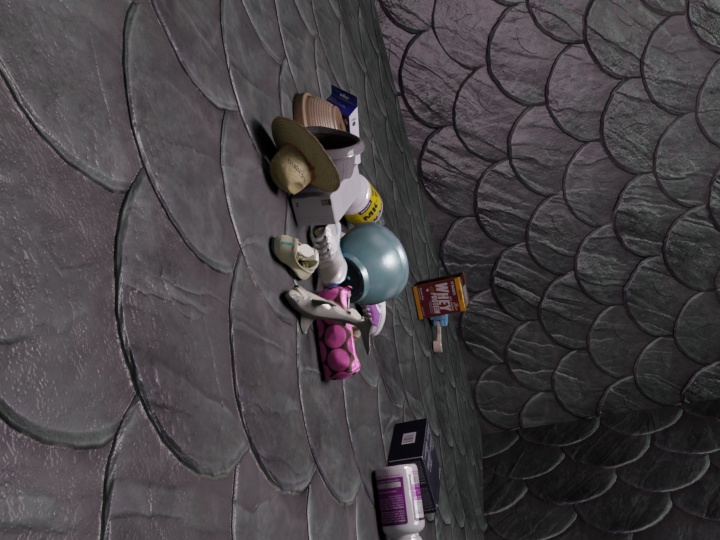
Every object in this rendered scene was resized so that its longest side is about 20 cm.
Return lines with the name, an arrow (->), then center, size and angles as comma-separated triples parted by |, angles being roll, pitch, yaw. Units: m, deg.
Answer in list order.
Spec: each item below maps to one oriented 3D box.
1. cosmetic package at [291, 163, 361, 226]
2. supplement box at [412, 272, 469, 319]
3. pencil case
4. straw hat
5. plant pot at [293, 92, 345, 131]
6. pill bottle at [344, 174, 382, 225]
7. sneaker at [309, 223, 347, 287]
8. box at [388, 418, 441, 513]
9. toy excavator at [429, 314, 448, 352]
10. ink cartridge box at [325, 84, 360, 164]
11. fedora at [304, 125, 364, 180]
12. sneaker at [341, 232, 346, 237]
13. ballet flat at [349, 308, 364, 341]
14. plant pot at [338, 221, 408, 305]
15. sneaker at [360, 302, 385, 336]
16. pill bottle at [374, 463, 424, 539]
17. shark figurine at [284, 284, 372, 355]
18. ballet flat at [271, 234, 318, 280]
cosmetic package -> -0.073, -0.174, 1.699 | 0.201, 0.100, 0.075 | -58, 141, -55
supplement box -> 0.329, 0.101, 3.020 | 0.200, 0.193, 0.136 | -25, 103, -77
pencil case -> -0.049, 0.136, 1.636 | 0.091, 0.092, 0.204 | 12, 68, -76
straw hat -> -0.141, -0.210, 1.534 | 0.085, 0.199, 0.203 | -48, 140, -21
plant pot -> -0.091, -0.350, 1.863 | 0.201, 0.091, 0.205 | -12, 90, -78
pill bottle -> -0.015, -0.194, 2.005 | 0.200, 0.112, 0.117 | 35, 45, -70
sneaker -> -0.082, -0.051, 1.717 | 0.081, 0.075, 0.203 | 48, 26, -51
box -> 0.158, 0.560, 2.133 | 0.200, 0.102, 0.185 | -65, 140, -68
toy excavator -> 0.339, 0.228, 3.213 | 0.195, 0.098, 0.204 | -59, 145, -69
ink cartridge box -> -0.049, -0.374, 1.949 | 0.039, 0.099, 0.202 | -36, 142, -31
fedora -> -0.082, -0.249, 1.653 | 0.175, 0.198, 0.092 | -24, 125, -40
sneaker -> -0.006, -0.057, 1.984 | 0.200, 0.087, 0.077 | 46, 36, -66
ballet flat -> -0.024, 0.129, 1.805 | 0.200, 0.064, 0.072 | 50, 32, -65
plant pot -> 0.000, 0.000, 1.802 | 0.134, 0.198, 0.204 | -30, 110, -48
sneaker -> 0.011, 0.079, 2.024 | 0.113, 0.072, 0.205 | -1, 99, -39
pill bottle -> 0.100, 0.590, 1.851 | 0.112, 0.110, 0.204 | 42, 39, -68
shark figurine -> -0.077, 0.100, 1.540 | 0.091, 0.212, 0.128 | -64, -161, 1
ballet flat -> -0.119, -0.026, 1.534 | 0.200, 0.068, 0.071 | 37, 43, -71
